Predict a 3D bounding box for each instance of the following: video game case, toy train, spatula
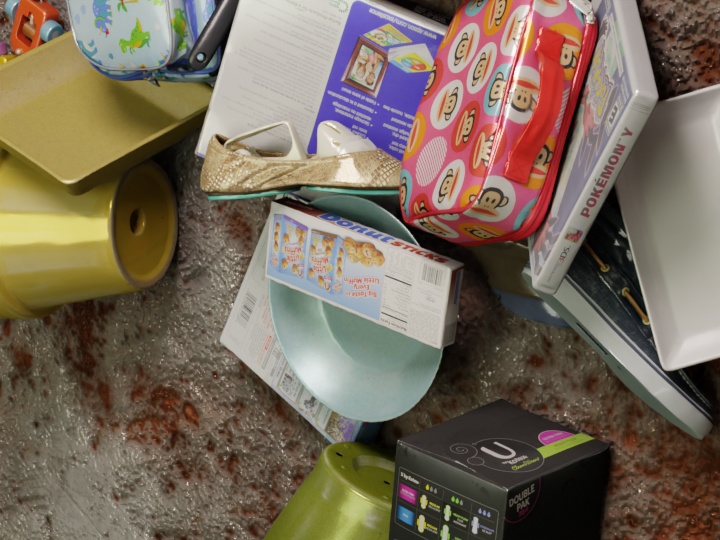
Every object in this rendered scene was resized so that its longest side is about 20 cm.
[{"bbox_3d":[0.169,-0.110,1.429,0.023,0.201,0.183,17,123,-11],"label":"video game case"},{"bbox_3d":[-0.381,-0.258,1.966,0.199,0.055,0.152,32,120,29],"label":"toy train"},{"bbox_3d":[-0.028,0.037,1.721,0.181,0.045,0.201,41,125,26],"label":"video game case"},{"bbox_3d":[-0.100,-0.264,1.643,0.201,0.056,0.021,-62,24,-8],"label":"spatula"}]

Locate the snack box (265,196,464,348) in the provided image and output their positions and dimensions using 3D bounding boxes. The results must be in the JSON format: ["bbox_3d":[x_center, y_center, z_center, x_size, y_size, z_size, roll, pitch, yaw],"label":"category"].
[{"bbox_3d":[0.000,0.000,1.589,0.199,0.024,0.073,22,116,35],"label":"snack box"}]

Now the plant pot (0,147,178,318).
[{"bbox_3d":[-0.291,-0.050,1.852,0.187,0.200,0.203,2,103,26],"label":"plant pot"}]

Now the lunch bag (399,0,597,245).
[{"bbox_3d":[0.110,-0.123,1.454,0.176,0.081,0.202,-6,65,67],"label":"lunch bag"}]

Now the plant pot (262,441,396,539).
[{"bbox_3d":[-0.006,0.267,1.681,0.200,0.200,0.195,33,109,32],"label":"plant pot"}]

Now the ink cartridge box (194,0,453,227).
[{"bbox_3d":[-0.028,-0.157,1.624,0.197,0.043,0.202,24,116,8],"label":"ink cartridge box"}]

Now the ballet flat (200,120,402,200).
[{"bbox_3d":[-0.046,-0.096,1.598,0.198,0.070,0.066,-1,98,15],"label":"ballet flat"}]

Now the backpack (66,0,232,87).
[{"bbox_3d":[-0.190,-0.261,1.725,0.199,0.146,0.185,-1,98,45],"label":"backpack"}]

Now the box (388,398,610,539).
[{"bbox_3d":[0.111,0.234,1.576,0.124,0.148,0.202,20,113,38],"label":"box"}]

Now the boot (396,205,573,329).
[{"bbox_3d":[0.111,-0.009,1.565,0.199,0.074,0.098,8,104,39],"label":"boot"}]

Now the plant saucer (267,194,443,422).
[{"bbox_3d":[0.004,0.031,1.636,0.200,0.039,0.203,12,108,39],"label":"plant saucer"}]

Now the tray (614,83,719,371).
[{"bbox_3d":[0.258,-0.033,1.434,0.106,0.022,0.202,-15,91,6],"label":"tray"}]

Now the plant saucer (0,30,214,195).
[{"bbox_3d":[-0.265,-0.148,1.799,0.199,0.199,0.049,32,138,32],"label":"plant saucer"}]

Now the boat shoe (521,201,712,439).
[{"bbox_3d":[0.226,0.037,1.472,0.200,0.091,0.071,45,175,-8],"label":"boat shoe"}]
